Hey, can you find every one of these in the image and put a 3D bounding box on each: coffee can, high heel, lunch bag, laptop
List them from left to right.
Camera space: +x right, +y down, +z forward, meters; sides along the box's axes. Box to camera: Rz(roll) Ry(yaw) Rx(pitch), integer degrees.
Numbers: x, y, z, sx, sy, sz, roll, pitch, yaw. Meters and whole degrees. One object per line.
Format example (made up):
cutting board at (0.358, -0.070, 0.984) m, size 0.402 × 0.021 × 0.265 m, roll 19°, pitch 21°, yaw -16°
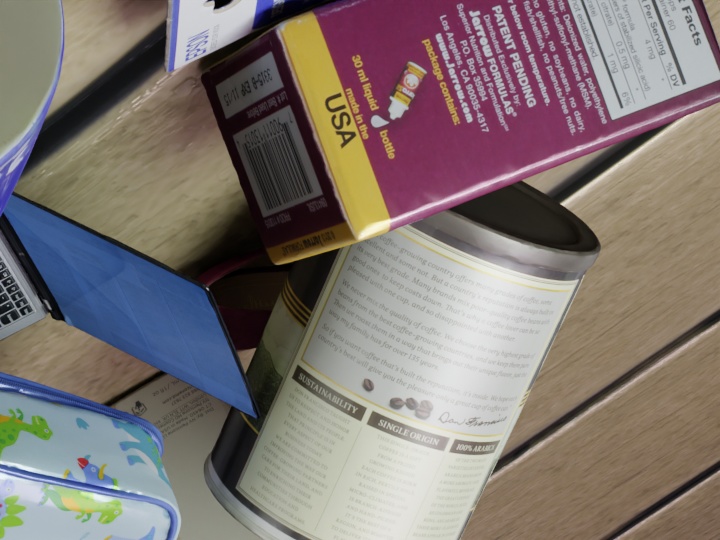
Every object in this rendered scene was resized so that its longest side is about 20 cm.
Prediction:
lunch bag at (-0.193, 0.146, 1.144) m, size 0.160 × 0.083 × 0.200 m, roll 17°, pitch 125°, yaw -34°
laptop at (-0.171, 0.041, 1.091) m, size 0.199 × 0.116 × 0.187 m, roll -27°, pitch 158°, yaw -6°
high heel at (0.000, 0.000, 1.275) m, size 0.199 × 0.068 × 0.096 m, roll -24°, pitch 169°, yaw -6°
coffee can at (0.020, 0.045, 1.200) m, size 0.146 × 0.146 × 0.201 m, roll 3°, pitch 116°, yaw -54°

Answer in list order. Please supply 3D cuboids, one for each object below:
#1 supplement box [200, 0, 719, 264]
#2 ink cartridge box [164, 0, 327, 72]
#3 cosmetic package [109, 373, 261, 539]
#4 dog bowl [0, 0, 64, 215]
supplement box at (0.046, -0.087, 1.045) m, size 0.199 × 0.104 × 0.131 m, roll -21°, pitch -178°, yaw -20°
ink cartridge box at (0.006, -0.157, 0.910) m, size 0.199 × 0.047 × 0.198 m, roll -22°, pitch 175°, yaw -9°
cosmetic package at (-0.073, 0.163, 1.371) m, size 0.073 × 0.201 × 0.104 m, roll -29°, pitch 158°, yaw 0°
dog bowl at (-0.195, -0.071, 0.696) m, size 0.199 × 0.201 × 0.079 m, roll -12°, pitch 151°, yaw -38°
